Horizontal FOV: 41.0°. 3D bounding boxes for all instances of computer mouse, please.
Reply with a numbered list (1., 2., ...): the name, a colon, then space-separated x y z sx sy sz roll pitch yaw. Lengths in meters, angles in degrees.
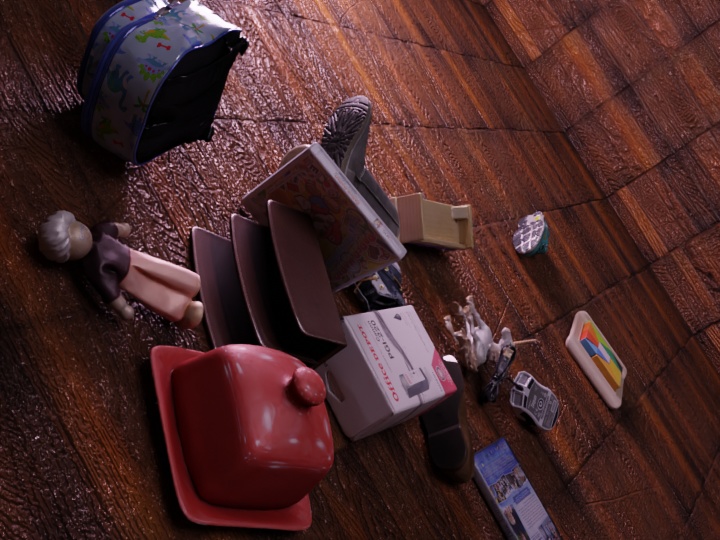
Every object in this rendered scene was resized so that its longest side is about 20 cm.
1. computer mouse: 0.274 0.214 1.646 0.200 0.044 0.111 42 61 -38

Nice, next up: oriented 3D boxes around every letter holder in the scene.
1. letter holder: -0.119 0.017 1.178 0.141 0.100 0.202 21 42 -45

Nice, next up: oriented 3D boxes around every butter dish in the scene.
1. butter dish: -0.098 0.152 1.005 0.199 0.147 0.202 22 41 -49

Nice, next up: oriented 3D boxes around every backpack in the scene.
1. backpack: -0.253 -0.229 1.159 0.146 0.184 0.200 30 31 3

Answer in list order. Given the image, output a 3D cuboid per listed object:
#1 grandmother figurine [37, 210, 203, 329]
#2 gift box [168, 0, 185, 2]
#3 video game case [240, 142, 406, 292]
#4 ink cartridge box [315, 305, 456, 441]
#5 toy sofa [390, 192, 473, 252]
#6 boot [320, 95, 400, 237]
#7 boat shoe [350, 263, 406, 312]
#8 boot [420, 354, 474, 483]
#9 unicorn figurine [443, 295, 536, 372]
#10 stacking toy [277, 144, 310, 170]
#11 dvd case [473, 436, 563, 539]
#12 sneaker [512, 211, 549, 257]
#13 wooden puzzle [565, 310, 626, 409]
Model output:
1. grandmother figurine: -0.256 -0.007 1.027 0.199 0.060 0.122 31 26 -43
2. gift box: -0.273 -0.512 1.431 0.184 0.186 0.201 3 55 -57
3. video game case: -0.054 -0.060 1.278 0.182 0.199 0.023 50 54 -10
4. ink cartridge box: 0.030 0.133 1.307 0.199 0.085 0.147 -7 65 -59
5. toy sofa: 0.116 -0.080 1.717 0.199 0.097 0.084 6 79 -57
6. boot: 0.011 -0.136 1.449 0.200 0.072 0.183 39 69 -47
7. boat shoe: 0.000 0.000 1.422 0.200 0.071 0.092 30 34 -42
8. boot: 0.129 0.218 1.413 0.076 0.073 0.202 55 24 -45
9. unicorn figurine: 0.204 0.114 1.646 0.200 0.073 0.138 -38 102 -49
10. stacking toy: -0.043 -0.121 1.499 0.199 0.085 0.086 28 36 -54
11. dvd case: 0.239 0.359 1.467 0.201 0.017 0.142 60 26 12
12. sneaker: 0.396 -0.072 2.163 0.080 0.077 0.200 59 26 -10
13. wooden puzzle: 0.526 0.190 2.113 0.186 0.037 0.200 55 27 -1
